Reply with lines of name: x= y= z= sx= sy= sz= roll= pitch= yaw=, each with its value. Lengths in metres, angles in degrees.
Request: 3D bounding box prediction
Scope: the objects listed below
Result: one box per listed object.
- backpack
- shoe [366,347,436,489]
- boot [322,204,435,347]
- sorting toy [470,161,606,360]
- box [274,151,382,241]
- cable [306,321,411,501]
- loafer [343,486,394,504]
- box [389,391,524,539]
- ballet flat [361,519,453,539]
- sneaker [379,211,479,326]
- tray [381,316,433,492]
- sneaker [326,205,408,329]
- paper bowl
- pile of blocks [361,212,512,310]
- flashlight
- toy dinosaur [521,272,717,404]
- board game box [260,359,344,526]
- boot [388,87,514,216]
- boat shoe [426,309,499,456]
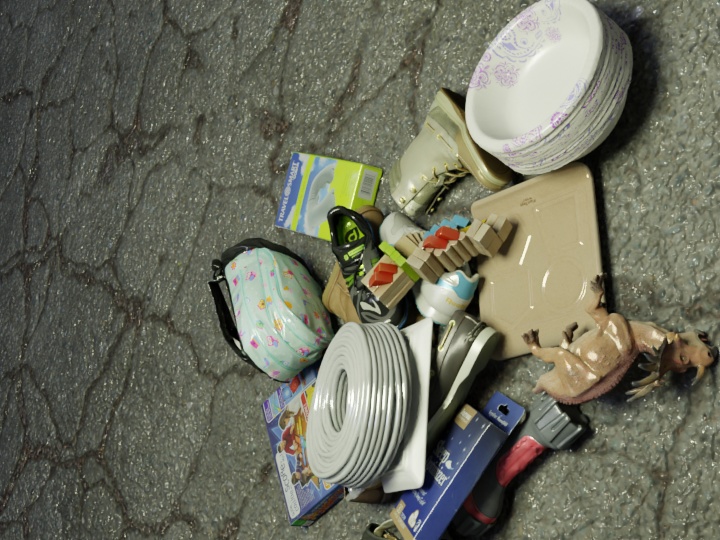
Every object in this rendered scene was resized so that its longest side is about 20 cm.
backpack: x=-0.120 y=0.057 z=1.551 sx=0.127 sy=0.166 sz=0.201 roll=-43 pitch=41 yaw=26
shoe: x=0.041 y=0.181 z=1.368 sx=0.070 sy=0.053 sz=0.201 roll=24 pitch=83 yaw=40
boot: x=0.038 y=0.029 z=1.461 sx=0.200 sy=0.066 sz=0.176 roll=40 pitch=120 yaw=47
sorting toy: x=0.213 y=-0.007 z=1.281 sx=0.185 sy=0.036 sz=0.202 roll=-21 pitch=68 yaw=46
box: x=-0.057 y=-0.109 z=1.623 sx=0.199 sy=0.047 sz=0.123 roll=16 pitch=92 yaw=50
cable: x=-0.005 y=0.160 z=1.304 sx=0.200 sy=0.069 sz=0.201 roll=132 pitch=143 yaw=-55
loafer: x=-0.018 y=0.218 z=1.433 sx=0.201 sy=0.071 sz=0.073 roll=66 pitch=148 yaw=26
box: x=0.110 y=0.226 z=1.257 sx=0.201 sy=0.032 sz=0.121 roll=-55 pitch=10 yaw=-2
ballet flat: x=0.065 y=0.338 z=1.337 sx=0.199 sy=0.068 sz=0.069 roll=-13 pitch=62 yaw=48
sneaker: x=0.091 y=-0.018 z=1.389 sx=0.081 sy=0.076 sz=0.200 roll=-58 pitch=41 yaw=25
tray: x=0.050 y=0.160 z=1.291 sx=0.107 sy=0.022 sz=0.202 roll=149 pitch=129 yaw=-62
sneaker: x=0.000 y=0.000 z=1.401 sx=0.071 sy=0.083 sz=0.201 roll=-31 pitch=60 yaw=14
paper bowl: x=0.225 y=-0.205 z=1.243 sx=0.200 sy=0.104 sz=0.202 roll=-34 pitch=42 yaw=36
pile of blocks: x=0.081 y=-0.031 z=1.303 sx=0.199 sy=0.062 sz=0.082 roll=-27 pitch=55 yaw=14
flashlight: x=0.177 y=0.224 z=1.235 sx=0.200 sy=0.068 sz=0.068 roll=-47 pitch=9 yaw=26
toy dinosaur: x=0.253 y=0.098 z=1.129 sx=0.200 sy=0.086 sz=0.136 roll=-41 pitch=58 yaw=26
board game box: x=-0.075 y=0.246 z=1.552 sx=0.135 sy=0.034 sz=0.201 roll=-44 pitch=48 yaw=33
boot: x=0.112 y=-0.126 z=1.402 sx=0.155 sy=0.072 sz=0.201 roll=-54 pitch=37 yaw=25
boat shoe: x=0.095 y=0.143 z=1.310 sx=0.060 sy=0.072 sz=0.202 roll=35 pitch=106 yaw=22
